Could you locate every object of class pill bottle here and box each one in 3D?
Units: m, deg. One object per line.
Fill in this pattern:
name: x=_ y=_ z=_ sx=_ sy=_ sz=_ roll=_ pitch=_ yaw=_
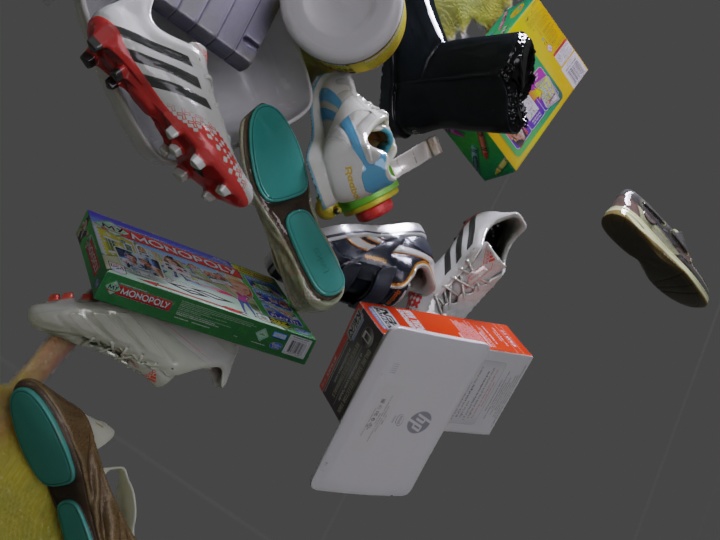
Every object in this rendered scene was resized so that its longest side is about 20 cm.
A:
pill bottle: x=-0.011 y=-0.252 z=0.917 sx=0.111 sy=0.200 sz=0.113 roll=1 pitch=98 yaw=4

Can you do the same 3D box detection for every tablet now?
tablet: x=0.040 y=0.148 z=0.947 sx=0.129 sy=0.014 sz=0.201 roll=12 pitch=115 yaw=-33

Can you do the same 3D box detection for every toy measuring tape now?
toy measuring tape: x=0.032 y=-0.104 z=1.010 sx=0.199 sy=0.073 sz=0.074 roll=-31 pitch=101 yaw=-32

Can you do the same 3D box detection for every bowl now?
bowl: x=-0.163 y=-0.207 z=0.888 sx=0.199 sy=0.074 sz=0.201 roll=-27 pitch=100 yaw=-33

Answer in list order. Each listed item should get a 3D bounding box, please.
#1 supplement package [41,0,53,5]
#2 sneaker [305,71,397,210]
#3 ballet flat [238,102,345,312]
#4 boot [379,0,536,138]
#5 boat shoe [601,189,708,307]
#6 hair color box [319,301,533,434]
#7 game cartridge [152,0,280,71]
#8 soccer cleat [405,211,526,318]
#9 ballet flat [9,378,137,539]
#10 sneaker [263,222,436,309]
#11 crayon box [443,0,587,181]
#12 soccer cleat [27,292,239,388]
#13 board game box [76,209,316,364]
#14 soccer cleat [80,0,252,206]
supplement package: x=-0.245 y=-0.330 z=0.771 sx=0.120 sy=0.199 sz=0.122 roll=39 pitch=64 yaw=-24
sneaker: x=-0.006 y=-0.136 z=0.938 sx=0.201 sy=0.080 sz=0.077 roll=-93 pitch=166 yaw=-48
ballet flat: x=-0.076 y=-0.053 z=0.868 sx=0.067 sy=0.062 sz=0.201 roll=-15 pitch=83 yaw=-39
boot: x=0.107 y=-0.241 z=1.012 sx=0.076 sy=0.167 sz=0.202 roll=13 pitch=78 yaw=-59
boat shoe: x=0.405 y=-0.030 z=1.252 sx=0.201 sy=0.072 sz=0.066 roll=41 pitch=69 yaw=-18
hair color box: x=0.070 y=0.106 z=0.984 sx=0.199 sy=0.064 sz=0.111 roll=11 pitch=116 yaw=-34
game cartridge: x=-0.119 y=-0.301 z=0.868 sx=0.129 sy=0.038 sz=0.201 roll=31 pitch=67 yaw=-22
soccer cleat: x=0.116 y=0.008 z=1.042 sx=0.069 sy=0.085 sz=0.200 roll=48 pitch=61 yaw=-20
ballet flat: x=-0.234 y=0.177 z=0.804 sx=0.072 sy=0.067 sz=0.201 roll=-30 pitch=102 yaw=-53
sneaker: x=0.000 y=0.000 z=0.961 sx=0.199 sy=0.078 sz=0.080 roll=-8 pitch=66 yaw=-35
crayon box: x=0.181 y=-0.221 z=1.132 sx=0.119 sy=0.058 sz=0.200 roll=48 pitch=61 yaw=-19
soccer cleat: x=-0.197 y=0.064 z=0.837 sx=0.199 sy=0.069 sz=0.078 roll=10 pitch=81 yaw=-36
board game box: x=-0.148 y=0.015 z=0.838 sx=0.199 sy=0.135 sz=0.029 roll=21 pitch=105 yaw=-31
soccer cleat: x=-0.148 y=-0.144 z=0.799 sx=0.085 sy=0.069 sz=0.200 roll=-46 pitch=104 yaw=-24
